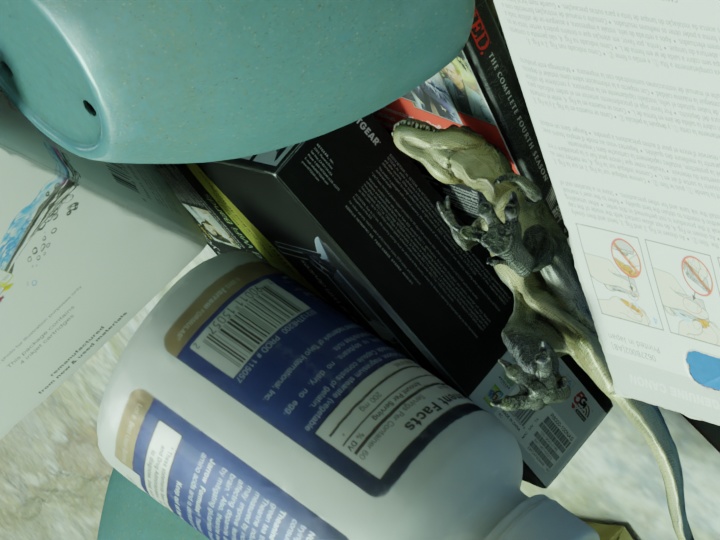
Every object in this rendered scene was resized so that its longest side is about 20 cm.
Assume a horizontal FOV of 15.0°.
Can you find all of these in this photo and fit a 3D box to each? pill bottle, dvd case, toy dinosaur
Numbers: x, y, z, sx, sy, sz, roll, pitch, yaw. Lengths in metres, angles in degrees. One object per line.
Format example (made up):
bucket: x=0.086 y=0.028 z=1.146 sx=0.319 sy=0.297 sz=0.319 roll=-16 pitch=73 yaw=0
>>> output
pill bottle: x=-0.003 y=0.087 z=1.140 sx=0.200 sy=0.111 sz=0.111 roll=34 pitch=156 yaw=20
dvd case: x=0.004 y=-0.105 z=1.096 sx=0.146 sy=0.022 sz=0.201 roll=23 pitch=149 yaw=49
toy dinosaur: x=0.068 y=0.015 z=1.019 sx=0.201 sy=0.047 sz=0.088 roll=60 pitch=-162 yaw=15

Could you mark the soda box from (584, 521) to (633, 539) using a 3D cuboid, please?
soda box: x=0.079 y=0.167 z=1.366 sx=0.068 sy=0.064 sz=0.200 roll=54 pitch=158 yaw=-14

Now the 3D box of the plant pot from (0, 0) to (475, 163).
plant pot: x=-0.074 y=-0.117 z=1.014 sx=0.200 sy=0.135 sz=0.201 roll=40 pitch=157 yaw=22

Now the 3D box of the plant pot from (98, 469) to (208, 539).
plant pot: x=-0.069 y=0.150 z=1.521 sx=0.200 sy=0.135 sz=0.200 roll=40 pitch=158 yaw=20

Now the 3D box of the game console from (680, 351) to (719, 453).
game console: x=0.138 y=0.069 z=1.004 sx=0.118 sy=0.173 sz=0.200 roll=16 pitch=161 yaw=-9

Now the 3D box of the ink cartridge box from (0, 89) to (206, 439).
ink cartridge box: x=-0.194 y=-0.038 z=1.125 sx=0.148 sy=0.145 sz=0.200 roll=54 pitch=-168 yaw=27

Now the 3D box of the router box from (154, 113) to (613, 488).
router box: x=0.000 y=0.000 z=1.203 sx=0.200 sy=0.052 sz=0.157 roll=49 pitch=163 yaw=-27

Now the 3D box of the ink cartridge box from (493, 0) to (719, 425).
ink cartridge box: x=0.122 y=-0.038 z=0.903 sx=0.161 sy=0.050 sz=0.201 roll=17 pitch=135 yaw=53
